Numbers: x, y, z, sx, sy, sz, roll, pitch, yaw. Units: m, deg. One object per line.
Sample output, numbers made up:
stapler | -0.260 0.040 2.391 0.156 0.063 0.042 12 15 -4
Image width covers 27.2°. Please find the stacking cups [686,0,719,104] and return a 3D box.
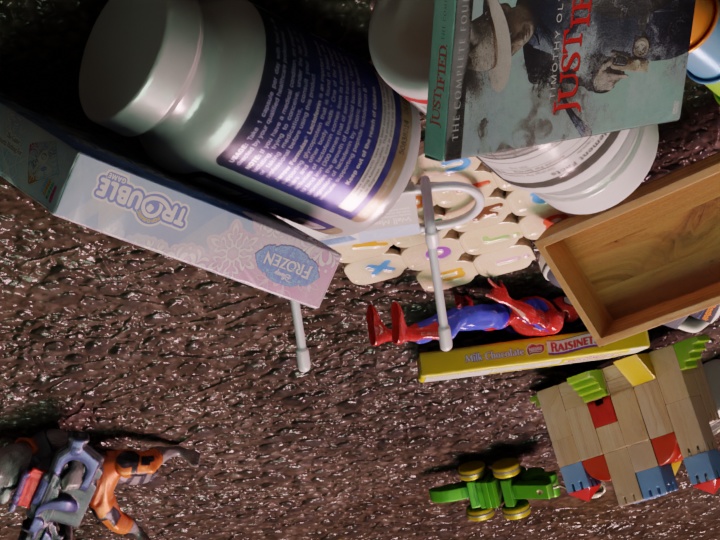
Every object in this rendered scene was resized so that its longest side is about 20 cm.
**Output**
stacking cups | 0.219 -0.151 0.967 0.200 0.061 0.060 24 138 -38

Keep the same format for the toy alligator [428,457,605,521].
toy alligator | 0.171 0.226 1.579 0.199 0.060 0.054 -8 -167 26

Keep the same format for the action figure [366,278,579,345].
action figure | 0.105 0.037 1.256 0.199 0.052 0.065 1 170 -30

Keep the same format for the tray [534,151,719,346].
tray | 0.236 -0.020 1.101 0.200 0.037 0.099 -25 102 41

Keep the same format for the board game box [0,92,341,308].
board game box | -0.144 -0.051 0.945 0.200 0.199 0.043 21 96 -40

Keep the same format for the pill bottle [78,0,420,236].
pill bottle | -0.068 -0.102 0.927 0.200 0.116 0.116 21 139 -40

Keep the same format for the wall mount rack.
wall mount rack | 0.000 0.000 1.125 0.199 0.075 0.174 -8 150 2

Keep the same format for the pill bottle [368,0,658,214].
pill bottle | 0.104 -0.119 0.938 0.114 0.114 0.200 -24 146 26

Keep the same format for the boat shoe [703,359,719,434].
boat shoe | 0.313 0.158 1.491 0.064 0.071 0.200 24 136 -40

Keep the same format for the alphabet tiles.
alphabet tiles | 0.067 -0.042 1.156 0.195 0.015 0.200 -15 148 14

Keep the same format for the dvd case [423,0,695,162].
dvd case | 0.120 -0.144 0.840 0.200 0.022 0.147 -11 115 -37

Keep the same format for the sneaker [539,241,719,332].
sneaker | 0.248 0.004 1.201 0.199 0.080 0.079 -5 153 -8

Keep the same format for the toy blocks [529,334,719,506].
toy blocks | 0.257 0.155 1.385 0.200 0.137 0.100 -24 167 35

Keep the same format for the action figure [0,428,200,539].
action figure | -0.280 0.220 1.444 0.193 0.105 0.200 21 115 -31

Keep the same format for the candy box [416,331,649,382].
candy box | 0.150 0.075 1.328 0.199 0.027 0.102 -7 171 0
